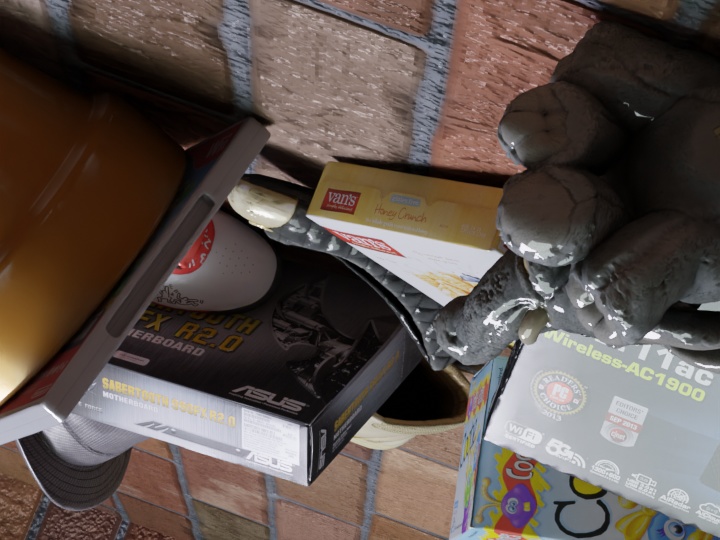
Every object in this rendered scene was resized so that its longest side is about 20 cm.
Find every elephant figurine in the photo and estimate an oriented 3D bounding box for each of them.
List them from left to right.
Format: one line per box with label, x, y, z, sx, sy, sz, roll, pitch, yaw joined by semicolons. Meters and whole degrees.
elephant figurine;0.122;-0.014;1.241;0.155;0.142;0.200;33;165;16

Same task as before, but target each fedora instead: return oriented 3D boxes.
fedora;-0.169;0.050;1.916;0.090;0.201;0.177;-18;177;25

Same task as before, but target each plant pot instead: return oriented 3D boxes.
plant pot;-0.226;-0.048;1.565;0.183;0.200;0.200;41;162;-14

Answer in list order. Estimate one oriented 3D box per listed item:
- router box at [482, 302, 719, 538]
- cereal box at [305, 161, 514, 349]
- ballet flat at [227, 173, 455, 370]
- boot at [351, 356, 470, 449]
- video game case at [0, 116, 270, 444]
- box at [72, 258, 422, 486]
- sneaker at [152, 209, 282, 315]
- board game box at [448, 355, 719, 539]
router box;0.174;0.049;1.383;0.199;0.062;0.150;22;130;5
cereal box;0.084;0.004;1.573;0.144;0.040;0.200;11;165;46
ballet flat;0.000;0.000;1.638;0.200;0.057;0.066;31;-177;-35
boot;-0.031;0.068;1.958;0.199;0.073;0.155;22;168;-14
video game case;-0.135;0.009;1.556;0.017;0.200;0.143;41;155;-14
box;-0.082;0.048;1.786;0.199;0.158;0.048;16;126;22
sneaker;-0.143;-0.032;1.729;0.201;0.067;0.108;23;170;1
board game box;0.162;0.122;1.708;0.199;0.103;0.105;9;170;-3
